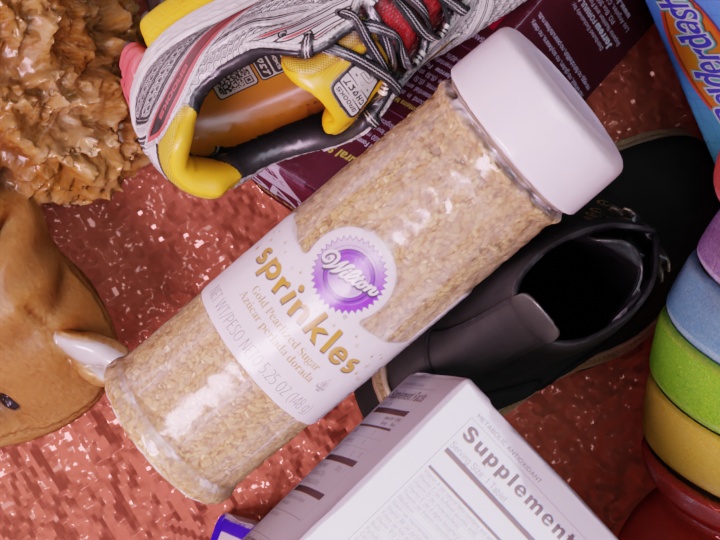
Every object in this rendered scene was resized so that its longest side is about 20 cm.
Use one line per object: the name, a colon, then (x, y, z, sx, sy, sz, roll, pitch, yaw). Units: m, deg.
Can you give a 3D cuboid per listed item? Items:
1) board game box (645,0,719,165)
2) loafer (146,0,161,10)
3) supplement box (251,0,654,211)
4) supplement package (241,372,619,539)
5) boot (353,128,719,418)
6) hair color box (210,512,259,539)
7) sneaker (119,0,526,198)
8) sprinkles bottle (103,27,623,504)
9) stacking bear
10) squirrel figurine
board game box: (0.170, -0.135, 1.036, 0.152, 0.045, 0.200, -55, 134, -30)
loafer: (-0.015, -0.162, 1.034, 0.200, 0.073, 0.071, -42, 61, -1)
supplement box: (0.043, -0.099, 1.052, 0.200, 0.109, 0.061, -48, 135, -8)
supplement package: (-0.005, 0.144, 0.927, 0.200, 0.110, 0.114, -44, 96, -8)
boot: (0.103, -0.006, 1.027, 0.078, 0.138, 0.200, 50, 59, -2)
hair color box: (0.035, 0.155, 1.045, 0.199, 0.109, 0.065, 20, 85, -9)
sneaker: (0.006, -0.088, 0.966, 0.200, 0.082, 0.078, -31, 126, 13)
sprinkles bottle: (0.000, 0.000, 0.954, 0.200, 0.068, 0.068, -40, 95, 11)
stacking bear: (0.153, 0.058, 0.983, 0.121, 0.114, 0.201, 17, 109, -7)
squirrel figurine: (-0.150, -0.033, 1.009, 0.187, 0.142, 0.200, 42, 84, -12)
